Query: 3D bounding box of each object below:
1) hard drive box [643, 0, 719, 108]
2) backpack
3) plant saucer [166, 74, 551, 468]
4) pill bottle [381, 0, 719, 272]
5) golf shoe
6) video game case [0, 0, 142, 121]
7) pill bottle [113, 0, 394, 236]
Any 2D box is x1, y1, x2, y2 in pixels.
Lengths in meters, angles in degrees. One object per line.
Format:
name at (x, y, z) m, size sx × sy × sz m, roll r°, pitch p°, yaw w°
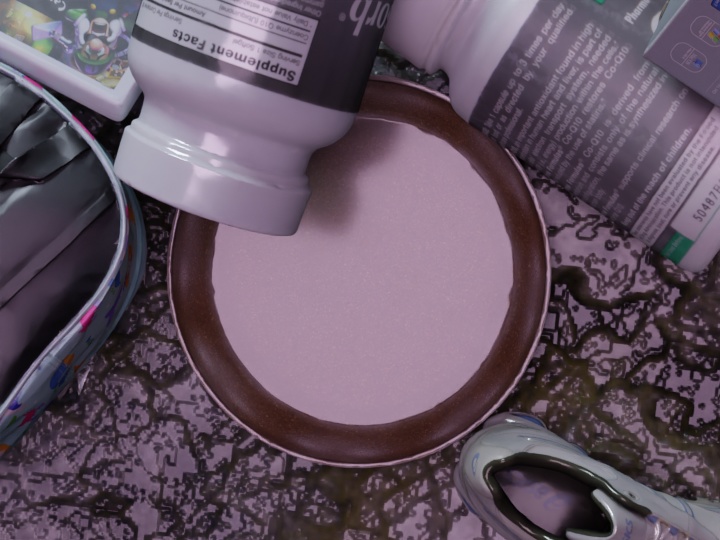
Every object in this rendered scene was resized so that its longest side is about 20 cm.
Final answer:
hard drive box at (0.251, -0.112, 1.006) m, size 0.199 × 0.156 × 0.077 m, roll 33°, pitch 138°, yaw -2°
backpack at (-0.206, -0.002, 1.080) m, size 0.177 × 0.151 × 0.200 m, roll 40°, pitch 91°, yaw 7°
plant saucer at (0.000, 0.000, 1.116) m, size 0.198 × 0.032 × 0.202 m, roll 0°, pitch 91°, yaw 7°
pill bottle at (0.115, -0.098, 1.060) m, size 0.199 × 0.113 × 0.114 m, roll 34°, pitch 94°, yaw 5°
golf shoe at (0.137, 0.139, 1.068) m, size 0.199 × 0.097 × 0.079 m, roll 24°, pitch 91°, yaw 5°
video game case at (-0.163, -0.192, 1.096) m, size 0.199 × 0.023 × 0.183 m, roll 27°, pitch 67°, yaw 5°
pill bottle at (-0.044, -0.127, 1.019) m, size 0.115 × 0.116 × 0.202 m, roll 19°, pitch 99°, yaw 6°
